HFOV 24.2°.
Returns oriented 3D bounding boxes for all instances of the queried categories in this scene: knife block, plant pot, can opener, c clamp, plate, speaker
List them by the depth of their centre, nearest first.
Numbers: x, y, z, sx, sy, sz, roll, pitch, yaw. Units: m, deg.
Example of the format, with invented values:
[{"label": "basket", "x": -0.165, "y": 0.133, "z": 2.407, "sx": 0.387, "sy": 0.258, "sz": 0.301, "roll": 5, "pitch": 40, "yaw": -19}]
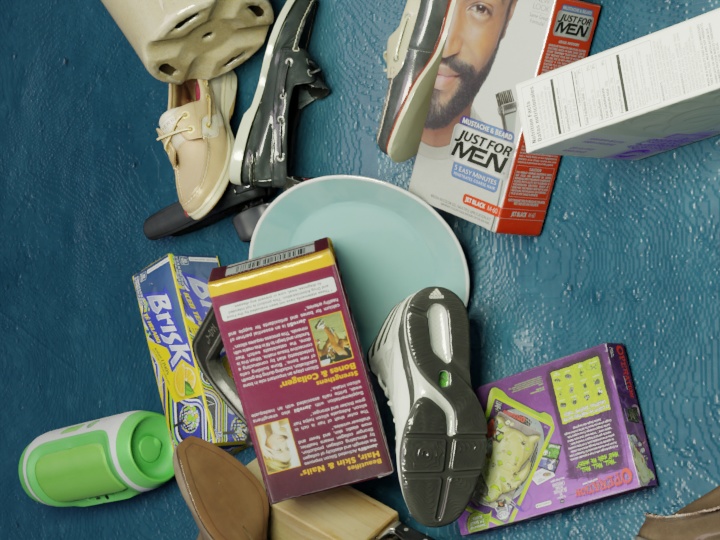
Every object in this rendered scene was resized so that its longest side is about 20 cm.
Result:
[{"label": "knife block", "x": -0.008, "y": 0.233, "z": 1.487, "sx": 0.200, "sy": 0.064, "sz": 0.176, "roll": 56, "pitch": 141, "yaw": 0}, {"label": "plate", "x": 0.000, "y": 0.000, "z": 1.488, "sx": 0.200, "sy": 0.026, "sz": 0.200, "roll": 7, "pitch": 121, "yaw": 12}, {"label": "c clamp", "x": -0.096, "y": 0.112, "z": 1.565, "sx": 0.171, "sy": 0.027, "sz": 0.200, "roll": 50, "pitch": 154, "yaw": 14}, {"label": "plant pot", "x": -0.178, "y": -0.288, "z": 1.619, "sx": 0.200, "sy": 0.200, "sz": 0.184, "roll": -43, "pitch": 62, "yaw": 35}, {"label": "can opener", "x": -0.153, "y": -0.060, "z": 1.683, "sx": 0.200, "sy": 0.063, "sz": 0.079, "roll": -12, "pitch": 81, "yaw": 44}, {"label": "speaker", "x": -0.277, "y": 0.201, "z": 1.786, "sx": 0.200, "sy": 0.088, "sz": 0.089, "roll": -16, "pitch": 78, "yaw": 43}]

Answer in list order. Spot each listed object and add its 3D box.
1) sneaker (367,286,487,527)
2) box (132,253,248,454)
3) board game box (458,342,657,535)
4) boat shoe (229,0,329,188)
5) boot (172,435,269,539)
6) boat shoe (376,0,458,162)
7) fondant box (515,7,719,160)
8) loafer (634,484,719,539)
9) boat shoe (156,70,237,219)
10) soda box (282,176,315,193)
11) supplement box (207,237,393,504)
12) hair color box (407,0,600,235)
[{"label": "sneaker", "x": 0.054, "y": 0.118, "z": 1.447, "sx": 0.115, "sy": 0.076, "sz": 0.201, "roll": 159, "pitch": 111, "yaw": -73}, {"label": "box", "x": -0.164, "y": 0.086, "z": 1.685, "sx": 0.064, "sy": 0.070, "sz": 0.200, "roll": -29, "pitch": 69, "yaw": 38}, {"label": "board game box", "x": 0.149, "y": 0.143, "z": 1.402, "sx": 0.200, "sy": 0.032, "sz": 0.120, "roll": -23, "pitch": 69, "yaw": 43}, {"label": "boat shoe", "x": -0.064, "y": -0.169, "z": 1.592, "sx": 0.066, "sy": 0.075, "sz": 0.199, "roll": 16, "pitch": 76, "yaw": 9}, {"label": "boot", "x": -0.125, "y": 0.252, "z": 1.518, "sx": 0.200, "sy": 0.070, "sz": 0.146, "roll": 54, "pitch": 144, "yaw": 2}, {"label": "boat shoe", "x": 0.054, "y": -0.194, "z": 1.469, "sx": 0.063, "sy": 0.071, "sz": 0.200, "roll": 26, "pitch": 102, "yaw": 26}, {"label": "fondant box", "x": 0.237, "y": -0.134, "z": 1.238, "sx": 0.200, "sy": 0.144, "sz": 0.058, "roll": -15, "pitch": 80, "yaw": 44}, {"label": "loafer", "x": 0.293, "y": 0.178, "z": 1.237, "sx": 0.200, "sy": 0.073, "sz": 0.071, "roll": -13, "pitch": 69, "yaw": 39}, {"label": "boat shoe", "x": -0.166, "y": -0.136, "z": 1.641, "sx": 0.074, "sy": 0.069, "sz": 0.200, "roll": -39, "pitch": 36, "yaw": 32}, {"label": "soda box", "x": -0.046, "y": 0.016, "z": 1.574, "sx": 0.071, "sy": 0.063, "sz": 0.200, "roll": 23, "pitch": 105, "yaw": 43}, {"label": "supplement box", "x": -0.051, "y": 0.085, "z": 1.440, "sx": 0.110, "sy": 0.086, "sz": 0.200, "roll": -15, "pitch": 100, "yaw": 1}, {"label": "hair color box", "x": 0.118, "y": -0.141, "z": 1.415, "sx": 0.111, "sy": 0.064, "sz": 0.200, "roll": 25, "pitch": 105, "yaw": 43}]
